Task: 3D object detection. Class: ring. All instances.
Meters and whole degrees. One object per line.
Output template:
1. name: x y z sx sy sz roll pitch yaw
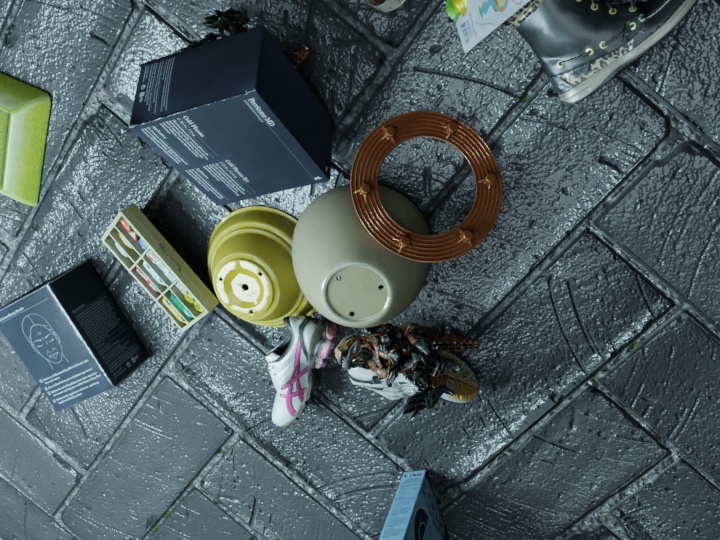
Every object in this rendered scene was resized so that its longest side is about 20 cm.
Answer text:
1. ring: 0.087 -0.110 0.964 0.200 0.019 0.201 1 81 -7

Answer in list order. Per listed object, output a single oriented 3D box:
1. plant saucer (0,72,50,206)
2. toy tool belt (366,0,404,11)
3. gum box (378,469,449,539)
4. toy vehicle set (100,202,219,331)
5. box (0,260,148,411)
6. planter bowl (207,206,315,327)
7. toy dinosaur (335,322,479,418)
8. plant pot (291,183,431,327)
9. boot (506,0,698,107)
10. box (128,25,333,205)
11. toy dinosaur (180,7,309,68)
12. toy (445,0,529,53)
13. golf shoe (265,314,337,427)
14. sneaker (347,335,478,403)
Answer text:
1. plant saucer: -0.602 -0.219 1.199 0.199 0.048 0.200 24 117 7
2. toy tool belt: 0.036 -0.407 0.860 0.200 0.123 0.125 -43 60 28
3. gum box: 0.087 0.437 1.160 0.044 0.200 0.170 -12 108 22
4. toy vehicle set: -0.315 -0.001 1.177 0.200 0.027 0.124 50 144 -6
5. box: -0.483 0.111 1.264 0.148 0.107 0.200 -22 104 25
6. planter bowl: -0.158 0.011 1.128 0.200 0.083 0.201 7 113 16
7. toy dinosaur: 0.072 0.112 1.049 0.200 0.136 0.102 -23 131 -6
8. plant pot: 0.000 0.000 1.017 0.200 0.135 0.201 1 118 2
9. boot: 0.271 -0.304 0.863 0.151 0.073 0.200 47 126 -5
10. box: -0.158 -0.190 0.977 0.182 0.104 0.200 -9 151 21
11. toy dinosaur: -0.162 -0.275 1.020 0.200 0.102 0.136 -23 127 11
12. toy: 0.159 -0.335 0.841 0.200 0.047 0.115 -15 91 68
13. golf shoe: -0.108 0.153 1.169 0.092 0.073 0.200 18 112 -12
14. sneaker: 0.076 0.159 1.131 0.199 0.076 0.088 17 139 8
